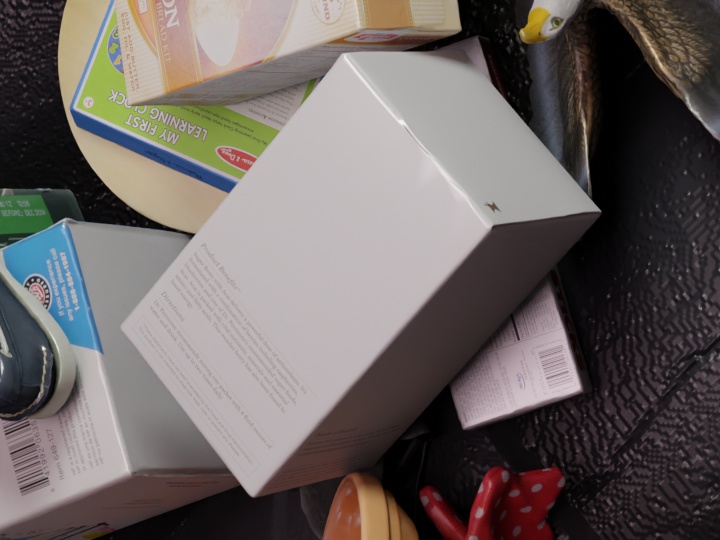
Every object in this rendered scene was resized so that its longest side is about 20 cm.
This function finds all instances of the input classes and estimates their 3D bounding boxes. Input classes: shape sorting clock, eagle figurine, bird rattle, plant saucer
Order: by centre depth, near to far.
[{"bbox_3d":[-0.001,0.205,1.516,0.037,0.200,0.201,8,94,-7],"label":"plant saucer"},{"bbox_3d":[0.124,-0.134,1.520,0.200,0.151,0.152,57,162,-14],"label":"eagle figurine"},{"bbox_3d":[0.064,0.203,1.520,0.112,0.163,0.201,10,104,11],"label":"bird rattle"},{"bbox_3d":[-0.078,-0.119,1.662,0.199,0.039,0.201,-1,88,19],"label":"shape sorting clock"}]

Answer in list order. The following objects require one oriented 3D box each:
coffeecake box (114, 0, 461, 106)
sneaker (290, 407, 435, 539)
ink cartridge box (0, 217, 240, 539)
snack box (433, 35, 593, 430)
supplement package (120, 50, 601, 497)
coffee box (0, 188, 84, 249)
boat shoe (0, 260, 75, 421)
[{"bbox_3d":[-0.047,-0.179,1.548,0.200,0.073,0.154,-13,83,49],"label":"coffeecake box"},{"bbox_3d":[0.002,0.067,1.607,0.104,0.060,0.201,19,104,29],"label":"sneaker"},{"bbox_3d":[-0.185,0.077,1.659,0.199,0.144,0.148,-22,77,27],"label":"ink cartridge box"},{"bbox_3d":[0.062,-0.020,1.586,0.072,0.024,0.201,-19,81,19],"label":"snack box"},{"bbox_3d":[0.000,0.000,1.497,0.121,0.120,0.200,51,118,19],"label":"supplement package"},{"bbox_3d":[-0.270,0.011,1.722,0.200,0.123,0.044,-28,78,28],"label":"coffee box"},{"bbox_3d":[-0.234,0.009,1.573,0.200,0.062,0.075,47,110,27],"label":"boat shoe"}]
